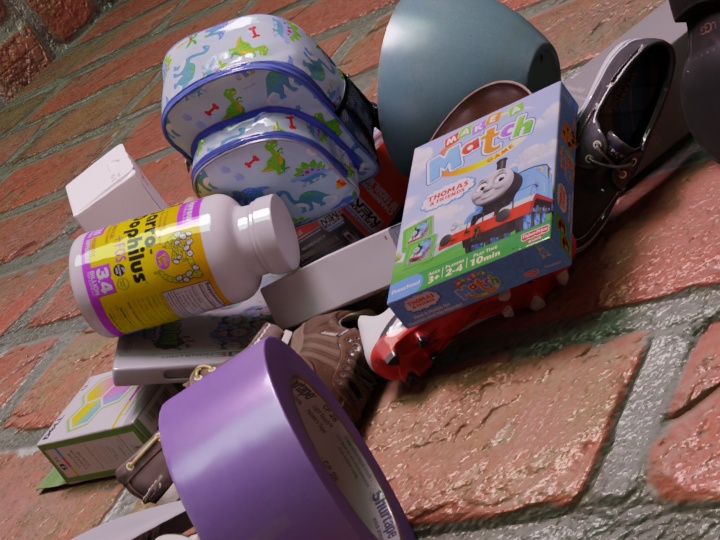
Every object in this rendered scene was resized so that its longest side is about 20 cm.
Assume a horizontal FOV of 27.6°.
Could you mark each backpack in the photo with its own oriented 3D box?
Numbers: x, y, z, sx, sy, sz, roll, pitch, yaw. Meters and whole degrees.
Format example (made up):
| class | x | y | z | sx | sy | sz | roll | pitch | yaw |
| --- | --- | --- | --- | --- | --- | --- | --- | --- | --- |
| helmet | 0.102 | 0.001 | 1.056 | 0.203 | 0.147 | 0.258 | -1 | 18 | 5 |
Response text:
| class | x | y | z | sx | sy | sz | roll | pitch | yaw |
| --- | --- | --- | --- | --- | --- | --- | --- | --- | --- |
| backpack | -0.092 | -0.136 | 1.410 | 0.183 | 0.200 | 0.147 | -20 | 46 | 22 |

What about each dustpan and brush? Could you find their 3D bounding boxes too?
| class | x | y | z | sx | sy | sz | roll | pitch | yaw |
| --- | --- | --- | --- | --- | --- | --- | --- | --- | --- |
| dustpan and brush | -0.214 | 0.243 | 1.214 | 0.200 | 0.057 | 0.140 | -16 | 4 | 43 |

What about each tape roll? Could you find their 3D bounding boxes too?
| class | x | y | z | sx | sy | sz | roll | pitch | yaw |
| --- | --- | --- | --- | --- | --- | --- | --- | --- | --- |
| tape roll | -0.042 | 0.149 | 0.968 | 0.085 | 0.200 | 0.200 | -33 | 22 | 7 |

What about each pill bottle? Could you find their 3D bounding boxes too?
| class | x | y | z | sx | sy | sz | roll | pitch | yaw |
| --- | --- | --- | --- | --- | --- | --- | --- | --- | --- |
| pill bottle | -0.162 | -0.010 | 1.367 | 0.200 | 0.104 | 0.104 | -16 | 26 | 12 |

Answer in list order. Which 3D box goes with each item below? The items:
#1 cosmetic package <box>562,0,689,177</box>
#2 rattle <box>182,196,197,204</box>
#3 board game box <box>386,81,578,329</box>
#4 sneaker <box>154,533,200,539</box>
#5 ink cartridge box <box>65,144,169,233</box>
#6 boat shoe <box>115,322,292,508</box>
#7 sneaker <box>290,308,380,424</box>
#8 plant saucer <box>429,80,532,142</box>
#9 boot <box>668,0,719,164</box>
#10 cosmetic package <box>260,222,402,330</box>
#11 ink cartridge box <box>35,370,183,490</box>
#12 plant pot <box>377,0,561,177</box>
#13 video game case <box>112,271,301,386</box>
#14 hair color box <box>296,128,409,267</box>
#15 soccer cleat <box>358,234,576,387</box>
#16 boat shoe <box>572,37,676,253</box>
| class | x | y | z | sx | sy | sz | roll | pitch | yaw |
| --- | --- | --- | --- | --- | --- | --- | --- | --- | --- |
| cosmetic package | 0.263 | -0.167 | 1.331 | 0.200 | 0.090 | 0.107 | -42 | 20 | -7 |
| rattle | -0.129 | -0.083 | 1.637 | 0.200 | 0.130 | 0.143 | -103 | 29 | -78 |
| board game box | 0.103 | -0.056 | 1.198 | 0.151 | 0.037 | 0.200 | -23 | 34 | 28 |
| sneaker | -0.115 | 0.238 | 1.063 | 0.085 | 0.077 | 0.200 | -57 | 13 | -30 |
| ink cartridge box | -0.227 | -0.024 | 1.592 | 0.083 | 0.200 | 0.147 | -36 | 21 | -2 |
| boat shoe | -0.136 | 0.121 | 1.295 | 0.200 | 0.060 | 0.072 | -54 | -1 | -15 |
| sneaker | -0.018 | 0.083 | 1.245 | 0.075 | 0.070 | 0.200 | -28 | 23 | 9 |
| plant saucer | 0.110 | -0.074 | 1.335 | 0.200 | 0.032 | 0.200 | -37 | 42 | 42 |
| boot | 0.348 | -0.195 | 1.237 | 0.174 | 0.200 | 0.069 | -11 | 2 | -34 |
| cosmetic package | 0.000 | 0.000 | 1.342 | 0.083 | 0.051 | 0.200 | -22 | -1 | -40 |
| ink cartridge box | -0.249 | 0.151 | 1.452 | 0.200 | 0.059 | 0.104 | -16 | 28 | 39 |
| plant pot | 0.122 | -0.186 | 1.468 | 0.135 | 0.200 | 0.200 | 8 | 42 | 28 |
| video game case | -0.143 | 0.053 | 1.436 | 0.182 | 0.024 | 0.200 | -4 | 24 | -2 |
| hair color box | 0.006 | -0.089 | 1.550 | 0.111 | 0.064 | 0.200 | -29 | 20 | 46 |
| soccer cleat | 0.085 | 0.016 | 1.218 | 0.200 | 0.069 | 0.085 | -35 | 39 | 3 |
| boat shoe | 0.211 | -0.106 | 1.226 | 0.200 | 0.070 | 0.066 | -61 | 12 | -8 |
